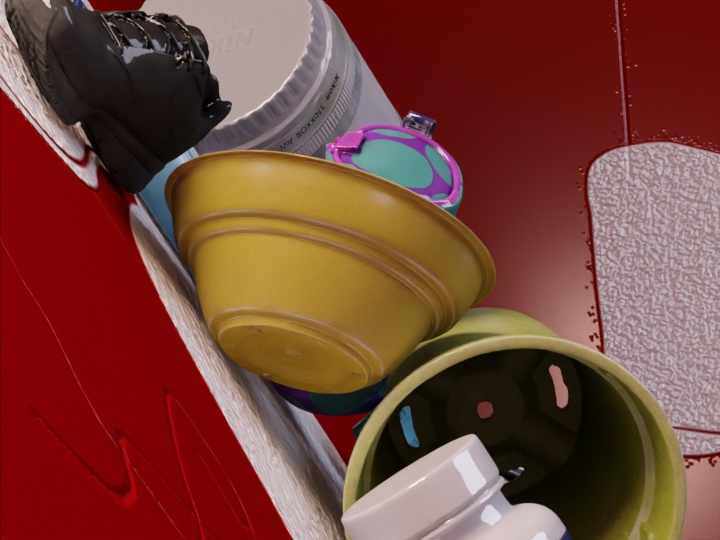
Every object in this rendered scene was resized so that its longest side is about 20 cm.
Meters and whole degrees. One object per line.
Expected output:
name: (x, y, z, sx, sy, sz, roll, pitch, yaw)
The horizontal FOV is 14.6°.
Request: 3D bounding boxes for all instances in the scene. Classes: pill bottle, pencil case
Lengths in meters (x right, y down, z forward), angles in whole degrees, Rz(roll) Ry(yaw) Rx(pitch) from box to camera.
pill bottle: (0.079, 0.198, 1.559, 0.201, 0.119, 0.120, 58, 2, -2)
pencil case: (0.000, 0.000, 1.757, 0.092, 0.085, 0.201, 32, -48, 15)

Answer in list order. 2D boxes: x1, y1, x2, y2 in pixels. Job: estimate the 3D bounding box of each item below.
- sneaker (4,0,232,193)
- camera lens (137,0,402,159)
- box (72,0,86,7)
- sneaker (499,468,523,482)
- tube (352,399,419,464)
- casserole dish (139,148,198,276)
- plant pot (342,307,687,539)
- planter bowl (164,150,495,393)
sneaker: (-0.134, -0.117, 1.572, 0.076, 0.091, 0.200, 61, 5, 22)
camera lens: (-0.065, -0.106, 1.969, 0.160, 0.160, 0.200, 60, 3, 37)
box: (-0.211, -0.198, 1.687, 0.201, 0.032, 0.121, 59, 2, -11)
sneaker: (0.071, 0.148, 1.962, 0.129, 0.080, 0.199, 22, -18, 15)
tube: (0.045, 0.150, 1.851, 0.050, 0.077, 0.201, 15, -41, 37)
casserole dish: (-0.105, -0.038, 1.772, 0.200, 0.039, 0.121, 58, 3, -21)
plant pot: (0.083, 0.109, 1.699, 0.201, 0.200, 0.184, 57, 6, -16)
planter bowl: (-0.028, 0.015, 1.615, 0.201, 0.199, 0.084, 55, 46, -55)
